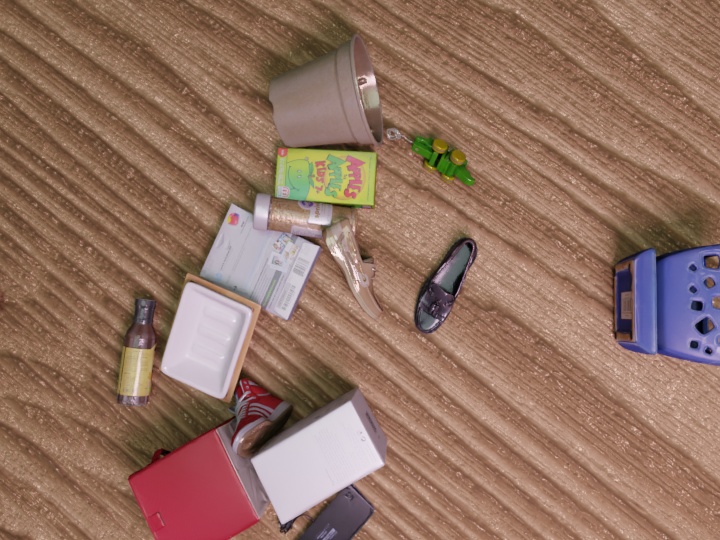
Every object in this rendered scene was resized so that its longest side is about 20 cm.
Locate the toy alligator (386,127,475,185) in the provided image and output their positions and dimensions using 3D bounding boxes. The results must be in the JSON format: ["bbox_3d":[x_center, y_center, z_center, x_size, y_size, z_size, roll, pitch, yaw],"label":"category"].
[{"bbox_3d":[0.143,-0.232,1.203,0.198,0.060,0.054,33,46,7],"label":"toy alligator"}]

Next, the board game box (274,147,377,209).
[{"bbox_3d":[-0.066,-0.181,1.214,0.194,0.048,0.105,3,86,4],"label":"board game box"}]

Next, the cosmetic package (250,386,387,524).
[{"bbox_3d":[-0.066,0.317,1.099,0.197,0.199,0.125,-31,84,1],"label":"cosmetic package"}]

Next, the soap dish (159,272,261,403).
[{"bbox_3d":[-0.280,0.124,1.171,0.154,0.081,0.204,22,102,6],"label":"soap dish"}]

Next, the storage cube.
[{"bbox_3d":[-0.278,0.391,1.124,0.177,0.171,0.203,-28,84,1],"label":"storage cube"}]

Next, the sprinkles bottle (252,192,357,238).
[{"bbox_3d":[-0.105,-0.099,1.180,0.194,0.068,0.070,8,86,-9],"label":"sprinkles bottle"}]

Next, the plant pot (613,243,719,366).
[{"bbox_3d":[0.549,0.058,1.081,0.175,0.200,0.206,1,86,10],"label":"plant pot"}]

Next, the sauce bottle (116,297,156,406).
[{"bbox_3d":[-0.431,0.158,1.206,0.063,0.065,0.206,7,87,5],"label":"sauce bottle"}]

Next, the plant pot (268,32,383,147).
[{"bbox_3d":[-0.067,-0.317,1.168,0.179,0.200,0.206,-10,85,15],"label":"plant pot"}]

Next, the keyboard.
[{"bbox_3d":[-0.079,0.485,1.179,0.127,0.021,0.200,43,89,0],"label":"keyboard"}]

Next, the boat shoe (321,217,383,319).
[{"bbox_3d":[0.000,0.000,1.157,0.063,0.072,0.203,-28,110,4],"label":"boat shoe"}]

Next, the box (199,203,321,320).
[{"bbox_3d":[-0.195,-0.016,1.215,0.196,0.041,0.159,25,87,5],"label":"box"}]

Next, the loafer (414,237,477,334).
[{"bbox_3d":[0.160,0.026,1.174,0.071,0.063,0.203,29,88,6],"label":"loafer"}]

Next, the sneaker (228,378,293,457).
[{"bbox_3d":[-0.208,0.262,1.120,0.111,0.200,0.072,30,101,13],"label":"sneaker"}]
